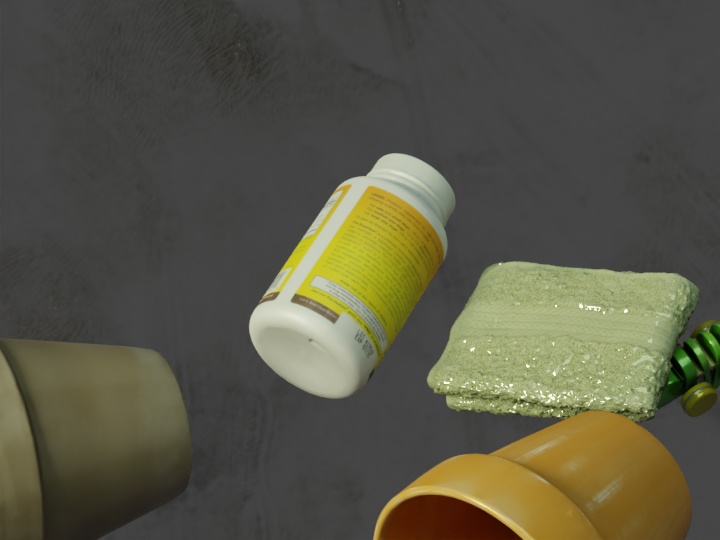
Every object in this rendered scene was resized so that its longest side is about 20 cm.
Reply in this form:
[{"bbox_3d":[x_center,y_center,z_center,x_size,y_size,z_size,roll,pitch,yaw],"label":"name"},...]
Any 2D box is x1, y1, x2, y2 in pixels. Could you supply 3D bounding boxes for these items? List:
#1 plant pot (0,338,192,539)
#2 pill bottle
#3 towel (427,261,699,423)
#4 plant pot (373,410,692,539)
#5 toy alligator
[{"bbox_3d":[-0.230,0.134,1.652,0.173,0.201,0.200,-10,51,-26],"label":"plant pot"},{"bbox_3d":[0.000,0.000,1.766,0.109,0.110,0.200,22,58,19],"label":"pill bottle"},{"bbox_3d":[0.163,0.055,1.730,0.199,0.037,0.149,5,53,30],"label":"towel"},{"bbox_3d":[0.142,0.200,1.572,0.200,0.201,0.183,33,47,25],"label":"plant pot"},{"bbox_3d":[0.253,0.083,1.721,0.199,0.054,0.059,-26,56,-15],"label":"toy alligator"}]
